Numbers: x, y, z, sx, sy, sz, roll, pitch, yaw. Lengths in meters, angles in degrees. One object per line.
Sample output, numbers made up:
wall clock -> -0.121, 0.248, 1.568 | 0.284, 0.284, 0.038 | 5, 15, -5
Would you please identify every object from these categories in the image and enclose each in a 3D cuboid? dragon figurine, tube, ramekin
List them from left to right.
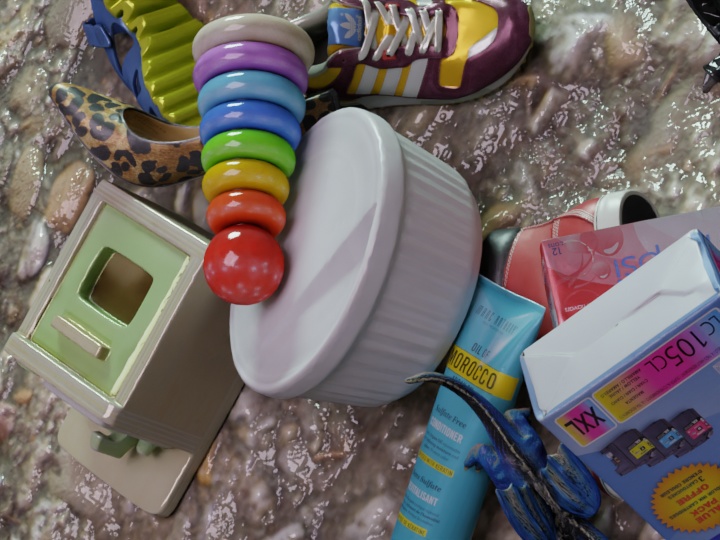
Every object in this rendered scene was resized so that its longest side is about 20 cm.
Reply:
ramekin -> 0.000, 0.000, 1.566 | 0.202, 0.094, 0.202 | -44, 35, 42
tube -> 0.069, 0.106, 1.518 | 0.077, 0.050, 0.200 | 28, 105, 47
dragon figurine -> 0.112, 0.136, 1.452 | 0.059, 0.200, 0.099 | -37, 25, -4

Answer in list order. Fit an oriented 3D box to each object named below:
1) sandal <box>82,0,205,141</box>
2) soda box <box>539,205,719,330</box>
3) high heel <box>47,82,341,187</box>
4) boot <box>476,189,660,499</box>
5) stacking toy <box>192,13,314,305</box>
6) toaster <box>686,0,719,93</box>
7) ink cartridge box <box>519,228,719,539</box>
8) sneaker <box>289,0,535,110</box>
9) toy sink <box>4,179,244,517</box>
sandal -> -0.156, -0.163, 1.791 | 0.200, 0.079, 0.087 | 61, 148, 25
soda box -> 0.213, 0.003, 1.419 | 0.200, 0.063, 0.070 | -11, 69, 2
high heel -> -0.116, -0.117, 1.677 | 0.200, 0.071, 0.143 | 33, 116, -3
boot -> 0.130, 0.059, 1.514 | 0.144, 0.072, 0.200 | -17, 66, 38
stacking toy -> -0.076, -0.069, 1.580 | 0.085, 0.085, 0.200 | -13, 63, 31
toaster -> 0.277, -0.220, 1.466 | 0.200, 0.119, 0.181 | -38, 56, 18
ink cartridge box -> 0.212, 0.089, 1.381 | 0.136, 0.200, 0.076 | -37, 31, 19
sneaker -> 0.024, -0.159, 1.641 | 0.200, 0.090, 0.075 | -12, 68, 32
toy sink -> -0.167, 0.057, 1.688 | 0.130, 0.112, 0.200 | 32, 94, 38
